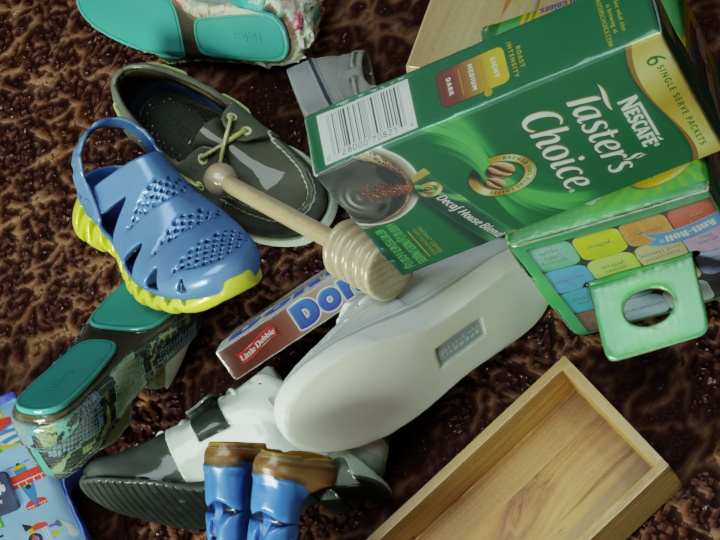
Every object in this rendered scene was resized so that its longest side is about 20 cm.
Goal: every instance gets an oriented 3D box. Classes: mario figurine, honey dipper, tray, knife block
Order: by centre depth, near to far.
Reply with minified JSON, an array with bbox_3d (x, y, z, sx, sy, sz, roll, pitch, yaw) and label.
[{"bbox_3d":[0.079,0.154,1.112,0.200,0.037,0.099,-42,53,-1],"label":"tray"},{"bbox_3d":[-0.058,0.202,1.114,0.123,0.105,0.202,-176,95,-74],"label":"mario figurine"},{"bbox_3d":[-0.041,-0.029,1.197,0.199,0.038,0.038,27,77,48],"label":"honey dipper"},{"bbox_3d":[0.085,-0.197,1.254,0.199,0.064,0.176,-27,53,-11],"label":"knife block"}]

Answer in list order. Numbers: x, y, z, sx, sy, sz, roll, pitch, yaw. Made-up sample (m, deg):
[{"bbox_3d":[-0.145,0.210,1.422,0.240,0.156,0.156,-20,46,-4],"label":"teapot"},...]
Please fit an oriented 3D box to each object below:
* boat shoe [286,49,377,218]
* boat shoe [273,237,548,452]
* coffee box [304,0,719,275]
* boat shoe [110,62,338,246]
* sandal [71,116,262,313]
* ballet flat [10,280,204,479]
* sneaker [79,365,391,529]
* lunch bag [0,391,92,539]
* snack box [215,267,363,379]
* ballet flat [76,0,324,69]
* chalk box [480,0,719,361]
[{"bbox_3d":[0.004,-0.088,1.242,0.065,0.072,0.200,-24,27,0],"label":"boat shoe"},{"bbox_3d":[0.022,0.035,1.159,0.199,0.072,0.068,-36,39,-19],"label":"boat shoe"},{"bbox_3d":[0.083,-0.073,1.031,0.198,0.123,0.044,-21,55,15],"label":"coffee box"},{"bbox_3d":[-0.097,-0.081,1.314,0.201,0.060,0.072,34,81,36],"label":"boat shoe"},{"bbox_3d":[-0.135,-0.039,1.261,0.079,0.088,0.199,-27,37,-29],"label":"sandal"},{"bbox_3d":[-0.155,0.062,1.252,0.074,0.075,0.200,11,38,31],"label":"ballet flat"},{"bbox_3d":[-0.076,0.107,1.196,0.198,0.074,0.089,-6,61,12],"label":"sneaker"},{"bbox_3d":[-0.263,0.181,1.250,0.199,0.094,0.151,-31,52,-7],"label":"lunch bag"},{"bbox_3d":[0.000,0.000,1.216,0.199,0.072,0.024,-34,96,6],"label":"snack box"},{"bbox_3d":[-0.110,-0.186,1.385,0.198,0.076,0.064,15,40,28],"label":"ballet flat"},{"bbox_3d":[0.154,-0.049,1.130,0.124,0.124,0.202,-17,57,18],"label":"chalk box"}]
